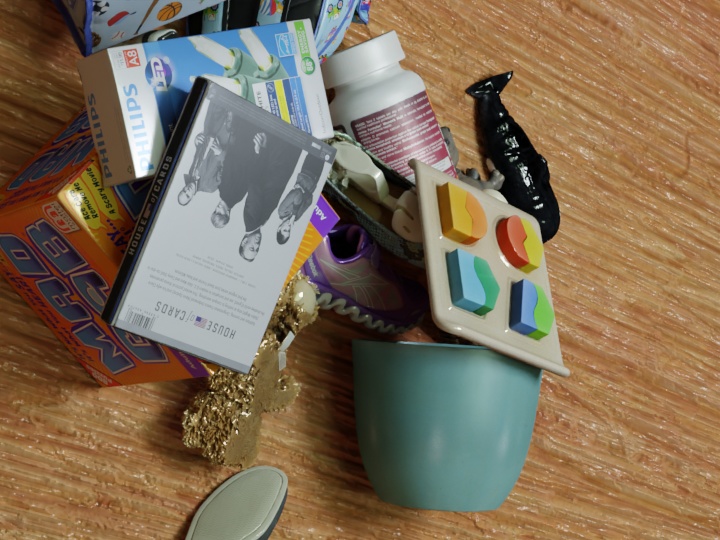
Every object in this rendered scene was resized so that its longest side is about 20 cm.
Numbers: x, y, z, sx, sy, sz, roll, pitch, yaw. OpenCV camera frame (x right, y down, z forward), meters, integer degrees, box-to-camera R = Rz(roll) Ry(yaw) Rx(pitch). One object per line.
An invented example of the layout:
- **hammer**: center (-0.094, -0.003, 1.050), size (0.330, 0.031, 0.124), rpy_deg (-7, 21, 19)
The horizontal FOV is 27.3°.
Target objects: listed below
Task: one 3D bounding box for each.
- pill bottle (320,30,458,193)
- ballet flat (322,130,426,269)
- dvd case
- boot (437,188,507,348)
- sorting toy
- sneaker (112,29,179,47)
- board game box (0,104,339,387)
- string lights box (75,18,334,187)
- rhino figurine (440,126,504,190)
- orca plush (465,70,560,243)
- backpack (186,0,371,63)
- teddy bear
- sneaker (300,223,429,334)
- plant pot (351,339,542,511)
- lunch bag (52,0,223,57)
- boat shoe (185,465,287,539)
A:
- **pill bottle**: center (0.029, -0.139, 1.546), size (0.109, 0.109, 0.202), rpy_deg (-27, 101, -37)
- **ballet flat**: center (0.025, -0.070, 1.462), size (0.199, 0.074, 0.075), rpy_deg (33, 60, 7)
- **dvd case**: center (-0.109, -0.031, 1.176), size (0.149, 0.025, 0.202), rpy_deg (25, 87, -44)
- **boot**: center (0.130, 0.008, 1.590), size (0.202, 0.074, 0.108), rpy_deg (90, 17, -46)
- **sorting toy**: center (0.129, -0.006, 1.435), size (0.184, 0.036, 0.202), rpy_deg (22, 46, -39)
- **sneaker**: center (-0.151, -0.156, 1.427), size (0.200, 0.080, 0.074), rpy_deg (40, 62, -29)
- **board game box**: center (-0.184, -0.042, 1.308), size (0.200, 0.199, 0.200), rpy_deg (51, 57, -20)
- **string lights box**: center (-0.123, -0.138, 1.204), size (0.198, 0.059, 0.104), rpy_deg (-17, 96, -38)
- **rhino figurine**: center (0.117, -0.080, 1.639), size (0.087, 0.059, 0.201), rpy_deg (-43, 109, -36)
- **orca plush**: center (0.195, -0.130, 1.698), size (0.104, 0.071, 0.203), rpy_deg (-12, 91, -38)
- **backpack**: center (-0.074, -0.278, 1.446), size (0.134, 0.181, 0.203), rpy_deg (6, 98, -60)
- **teddy bear**: center (-0.108, 0.085, 1.412), size (0.144, 0.066, 0.203), rpy_deg (-2, 109, -55)
- **sneaker**: center (0.000, 0.000, 1.505), size (0.198, 0.081, 0.089), rpy_deg (18, 115, -35)
- **plant pot**: center (0.084, 0.156, 1.503), size (0.199, 0.199, 0.164), rpy_deg (5, 88, -37)
- **lunch bag**: center (-0.223, -0.327, 1.346), size (0.168, 0.124, 0.201), rpy_deg (-24, 72, -22)
- **boat shoe**: center (-0.130, 0.271, 1.407), size (0.201, 0.071, 0.068), rpy_deg (-58, 154, -35)
